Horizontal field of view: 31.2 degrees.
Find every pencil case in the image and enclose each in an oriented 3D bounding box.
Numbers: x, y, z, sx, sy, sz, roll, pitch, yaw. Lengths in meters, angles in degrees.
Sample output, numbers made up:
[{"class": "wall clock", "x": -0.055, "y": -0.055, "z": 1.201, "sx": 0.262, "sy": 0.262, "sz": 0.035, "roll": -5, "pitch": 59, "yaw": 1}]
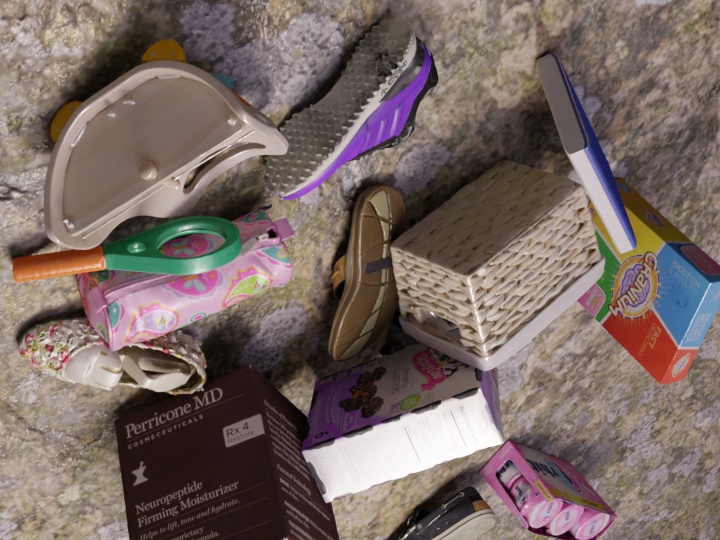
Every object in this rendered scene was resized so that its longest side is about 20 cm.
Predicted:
[{"class": "pencil case", "x": -0.159, "y": 0.005, "z": 1.196, "sx": 0.200, "sy": 0.087, "sz": 0.088, "roll": -20, "pitch": 137, "yaw": -21}]

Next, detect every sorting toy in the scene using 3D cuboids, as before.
[{"class": "sorting toy", "x": -0.151, "y": -0.098, "z": 1.102, "sx": 0.200, "sy": 0.107, "sz": 0.180, "roll": -29, "pitch": 160, "yaw": 17}]

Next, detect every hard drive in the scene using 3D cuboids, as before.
[{"class": "hard drive", "x": 0.242, "y": -0.121, "z": 1.367, "sx": 0.025, "sy": 0.132, "sz": 0.200, "roll": -22, "pitch": 144, "yaw": 14}]

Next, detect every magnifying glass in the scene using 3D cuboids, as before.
[{"class": "magnifying glass", "x": -0.205, "y": -0.014, "z": 1.139, "sx": 0.200, "sy": 0.080, "sz": 0.022, "roll": -7, "pitch": 121, "yaw": -8}]

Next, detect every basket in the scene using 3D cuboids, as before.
[{"class": "basket", "x": 0.142, "y": -0.013, "z": 1.353, "sx": 0.200, "sy": 0.135, "sz": 0.124, "roll": -36, "pitch": 128, "yaw": -28}]

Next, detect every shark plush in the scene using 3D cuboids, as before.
[{"class": "shark plush", "x": 0.062, "y": 0.093, "z": 1.482, "sx": 0.083, "sy": 0.091, "sz": 0.200, "roll": -20, "pitch": 154, "yaw": 25}]

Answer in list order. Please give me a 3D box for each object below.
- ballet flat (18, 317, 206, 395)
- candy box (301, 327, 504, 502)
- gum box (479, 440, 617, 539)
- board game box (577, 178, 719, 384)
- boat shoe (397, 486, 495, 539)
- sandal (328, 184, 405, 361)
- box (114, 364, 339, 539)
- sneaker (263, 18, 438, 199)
[{"class": "ballet flat", "x": -0.227, "y": 0.085, "z": 1.237, "sx": 0.200, "sy": 0.064, "sz": 0.076, "roll": 6, "pitch": 125, "yaw": -42}, {"class": "candy box", "x": 0.047, "y": 0.148, "z": 1.378, "sx": 0.200, "sy": 0.168, "sz": 0.072, "roll": -21, "pitch": 109, "yaw": 11}, {"class": "gum box", "x": 0.264, "y": 0.316, "z": 1.815, "sx": 0.066, "sy": 0.114, "sz": 0.200, "roll": -50, "pitch": 140, "yaw": 12}, {"class": "board game box", "x": 0.328, "y": 0.011, "z": 1.506, "sx": 0.040, "sy": 0.200, "sz": 0.153, "roll": -9, "pitch": 132, "yaw": -33}, {"class": "boat shoe", "x": 0.092, "y": 0.362, "z": 1.765, "sx": 0.200, "sy": 0.062, "sz": 0.075, "roll": -34, "pitch": 149, "yaw": 17}, {"class": "sandal", "x": 0.000, "y": 0.000, "z": 1.355, "sx": 0.080, "sy": 0.054, "sz": 0.200, "roll": -11, "pitch": 119, "yaw": -39}, {"class": "box", "x": -0.132, "y": 0.239, "z": 1.313, "sx": 0.166, "sy": 0.200, "sz": 0.164, "roll": -23, "pitch": 146, "yaw": 11}, {"class": "sneaker", "x": 0.001, "y": -0.132, "z": 1.209, "sx": 0.200, "sy": 0.070, "sz": 0.099, "roll": -46, "pitch": 143, "yaw": 8}]
